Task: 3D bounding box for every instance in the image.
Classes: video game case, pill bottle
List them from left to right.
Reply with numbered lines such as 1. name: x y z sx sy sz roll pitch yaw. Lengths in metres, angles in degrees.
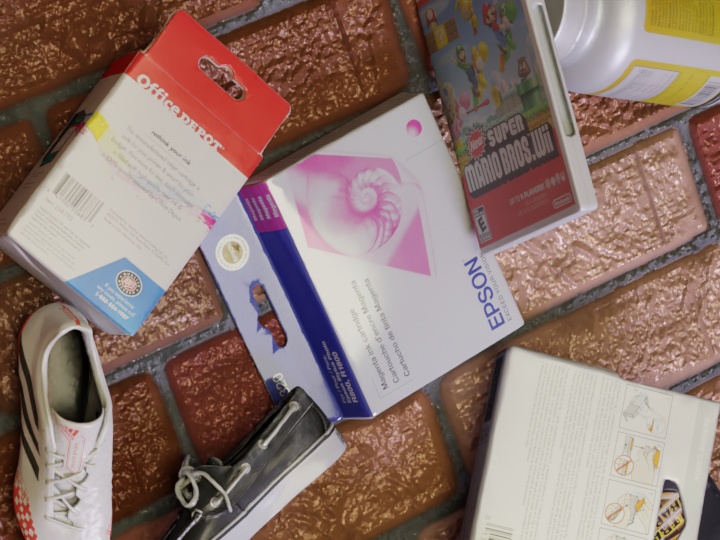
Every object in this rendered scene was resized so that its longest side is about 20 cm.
1. video game case: 0.102 -0.123 1.554 0.017 0.143 0.202 -11 83 -28
2. pill bottle: 0.194 -0.184 1.608 0.199 0.112 0.113 4 92 -40

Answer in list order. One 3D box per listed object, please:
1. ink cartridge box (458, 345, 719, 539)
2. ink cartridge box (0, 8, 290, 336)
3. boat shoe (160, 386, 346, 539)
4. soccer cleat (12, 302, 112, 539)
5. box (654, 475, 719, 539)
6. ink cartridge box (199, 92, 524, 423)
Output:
1. ink cartridge box: 0.170 0.175 1.641 0.172 0.044 0.202 15 77 -9
2. ink cartridge box: -0.152 -0.069 1.507 0.116 0.067 0.201 40 75 -18
3. boat shoe: -0.101 0.161 1.546 0.199 0.074 0.068 -40 100 -13
4. soccer cleat: -0.201 0.123 1.492 0.068 0.085 0.202 -4 95 -23
5. box: 0.225 0.266 1.711 0.200 0.050 0.199 -38 106 -16
6. ink cartridge box: 0.000 0.000 1.598 0.199 0.043 0.198 -31 105 -20
